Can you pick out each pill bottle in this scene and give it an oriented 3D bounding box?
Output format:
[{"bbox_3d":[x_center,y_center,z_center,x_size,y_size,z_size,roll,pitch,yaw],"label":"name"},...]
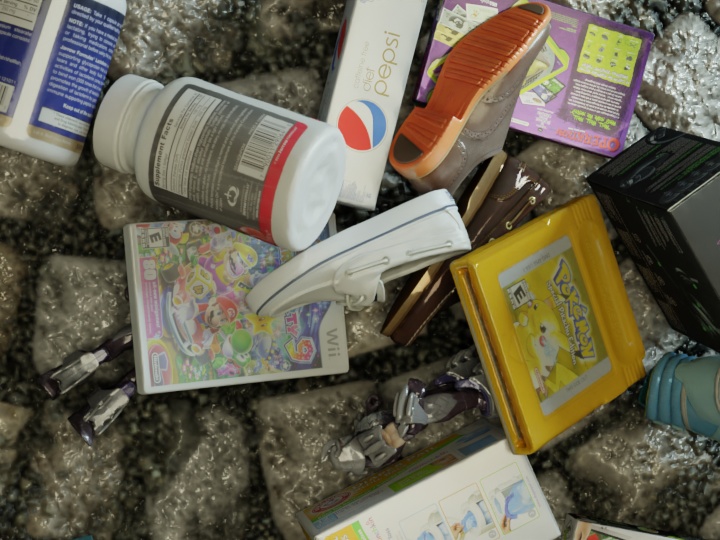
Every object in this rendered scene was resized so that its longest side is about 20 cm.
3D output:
[{"bbox_3d":[-0.121,-0.098,1.524,0.199,0.111,0.112,20,90,18],"label":"pill bottle"},{"bbox_3d":[-0.263,-0.197,1.520,0.115,0.116,0.202,19,90,-10],"label":"pill bottle"}]

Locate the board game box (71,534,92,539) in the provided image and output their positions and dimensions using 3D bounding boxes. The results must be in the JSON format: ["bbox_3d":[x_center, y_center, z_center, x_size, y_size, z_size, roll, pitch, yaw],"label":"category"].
[{"bbox_3d":[-0.284,0.349,1.581,0.150,0.047,0.202,-13,95,-9],"label":"board game box"}]

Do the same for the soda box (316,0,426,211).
[{"bbox_3d":[0.002,-0.157,1.591,0.063,0.068,0.202,15,91,-9],"label":"soda box"}]

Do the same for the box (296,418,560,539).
[{"bbox_3d":[0.056,0.225,1.599,0.199,0.112,0.102,-26,97,-9],"label":"box"}]

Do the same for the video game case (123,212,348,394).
[{"bbox_3d":[-0.105,0.026,1.568,0.199,0.018,0.145,-4,87,-30],"label":"video game case"}]

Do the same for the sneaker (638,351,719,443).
[{"bbox_3d":[0.332,0.132,1.665,0.200,0.130,0.080,49,57,-42],"label":"sneaker"}]

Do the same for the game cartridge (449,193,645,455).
[{"bbox_3d":[0.172,0.043,1.593,0.199,0.032,0.178,-27,100,-44],"label":"game cartridge"}]

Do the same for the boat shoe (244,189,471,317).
[{"bbox_3d":[0.000,0.000,1.544,0.199,0.074,0.066,-27,80,-1],"label":"boat shoe"}]

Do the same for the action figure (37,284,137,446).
[{"bbox_3d":[-0.179,0.062,1.574,0.200,0.069,0.130,-39,94,-9],"label":"action figure"}]

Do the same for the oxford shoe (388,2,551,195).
[{"bbox_3d":[0.106,-0.149,1.596,0.200,0.071,0.073,-50,129,-7],"label":"oxford shoe"}]

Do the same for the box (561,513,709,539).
[{"bbox_3d":[0.277,0.298,1.680,0.198,0.035,0.111,13,91,-10],"label":"box"}]

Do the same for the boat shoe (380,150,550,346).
[{"bbox_3d":[0.096,-0.011,1.614,0.070,0.070,0.201,35,87,-8],"label":"boat shoe"}]

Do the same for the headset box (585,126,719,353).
[{"bbox_3d":[0.306,-0.021,1.572,0.092,0.200,0.175,-35,106,-6],"label":"headset box"}]

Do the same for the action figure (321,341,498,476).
[{"bbox_3d":[0.048,0.124,1.583,0.199,0.130,0.070,-24,94,-25],"label":"action figure"}]

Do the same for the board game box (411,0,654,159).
[{"bbox_3d":[0.156,-0.184,1.636,0.198,0.032,0.121,16,88,-10],"label":"board game box"}]
